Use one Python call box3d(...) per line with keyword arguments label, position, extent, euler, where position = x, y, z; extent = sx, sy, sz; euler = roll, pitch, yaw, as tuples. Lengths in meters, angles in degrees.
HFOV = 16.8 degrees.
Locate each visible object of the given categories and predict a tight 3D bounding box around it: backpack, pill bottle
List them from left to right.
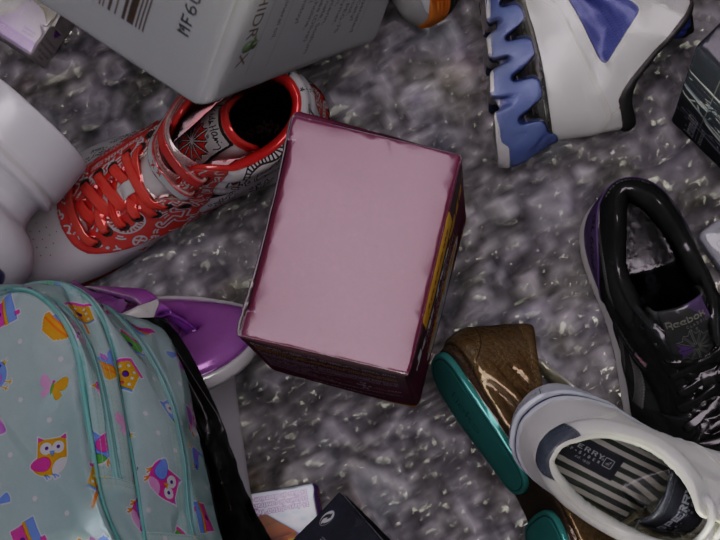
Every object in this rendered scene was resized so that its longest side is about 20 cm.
box3d(label="pill bottle", position=(-0.238, -0.007, 1.242), extent=(0.120, 0.120, 0.200), euler=(39, 81, 7))
box3d(label="backpack", position=(-0.137, 0.104, 1.159), extent=(0.166, 0.127, 0.201), euler=(-20, 66, 21))

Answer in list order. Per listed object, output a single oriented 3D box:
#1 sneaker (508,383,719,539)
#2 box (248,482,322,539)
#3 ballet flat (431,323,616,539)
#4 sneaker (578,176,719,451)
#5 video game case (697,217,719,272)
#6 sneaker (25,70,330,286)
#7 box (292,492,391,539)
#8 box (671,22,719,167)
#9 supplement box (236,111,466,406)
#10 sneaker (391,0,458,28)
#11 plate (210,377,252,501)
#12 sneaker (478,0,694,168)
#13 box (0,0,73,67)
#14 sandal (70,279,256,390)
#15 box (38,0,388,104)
box3d(label="sneaker", position=(0.165, 0.123, 1.218), extent=(0.199, 0.071, 0.073), euler=(22, 106, -12))
box3d(label="box", position=(-0.110, 0.196, 1.288), extent=(0.199, 0.039, 0.137), euler=(-9, 82, 2))
box3d(label="ballet flat", position=(0.110, 0.114, 1.279), extent=(0.072, 0.068, 0.200), euler=(-23, 78, -19))
box3d(label="sneaker", position=(0.165, 0.048, 1.263), extent=(0.076, 0.088, 0.201), euler=(-24, 83, 0))
box3d(label="video game case", position=(0.312, -0.004, 1.294), extent=(0.200, 0.022, 0.183), euler=(-36, 82, -2))
box3d(label="sneaker", position=(-0.111, -0.052, 1.282), extent=(0.201, 0.108, 0.067), euler=(-24, 82, 1))
box3d(label="box", position=(-0.002, 0.255, 1.192), extent=(0.198, 0.123, 0.200), euler=(-45, 118, -3))
box3d(label="box", position=(0.256, -0.063, 1.193), extent=(0.104, 0.200, 0.182), euler=(-44, 82, -2))
box3d(label="supplement box", position=(0.000, 0.000, 1.222), extent=(0.085, 0.200, 0.111), euler=(14, 84, 5))
box3d(label="sneaker", position=(-0.010, -0.220, 1.324), extent=(0.092, 0.076, 0.201), euler=(-22, 88, 25))
box3d(label="plate", position=(-0.155, 0.127, 1.264), extent=(0.199, 0.032, 0.201), euler=(-12, 59, 0))
box3d(label="sneaker", position=(0.119, -0.158, 1.302), extent=(0.115, 0.081, 0.200), euler=(-5, 90, -1))
box3d(label="box", position=(-0.247, -0.182, 1.340), extent=(0.200, 0.041, 0.039), euler=(33, 86, 8))
box3d(label="sandal", position=(-0.151, 0.032, 1.273), extent=(0.202, 0.050, 0.083), euler=(-1, 42, 15))
box3d(label="box", position=(-0.077, -0.227, 1.218), extent=(0.199, 0.171, 0.200), euler=(33, 120, 19))
